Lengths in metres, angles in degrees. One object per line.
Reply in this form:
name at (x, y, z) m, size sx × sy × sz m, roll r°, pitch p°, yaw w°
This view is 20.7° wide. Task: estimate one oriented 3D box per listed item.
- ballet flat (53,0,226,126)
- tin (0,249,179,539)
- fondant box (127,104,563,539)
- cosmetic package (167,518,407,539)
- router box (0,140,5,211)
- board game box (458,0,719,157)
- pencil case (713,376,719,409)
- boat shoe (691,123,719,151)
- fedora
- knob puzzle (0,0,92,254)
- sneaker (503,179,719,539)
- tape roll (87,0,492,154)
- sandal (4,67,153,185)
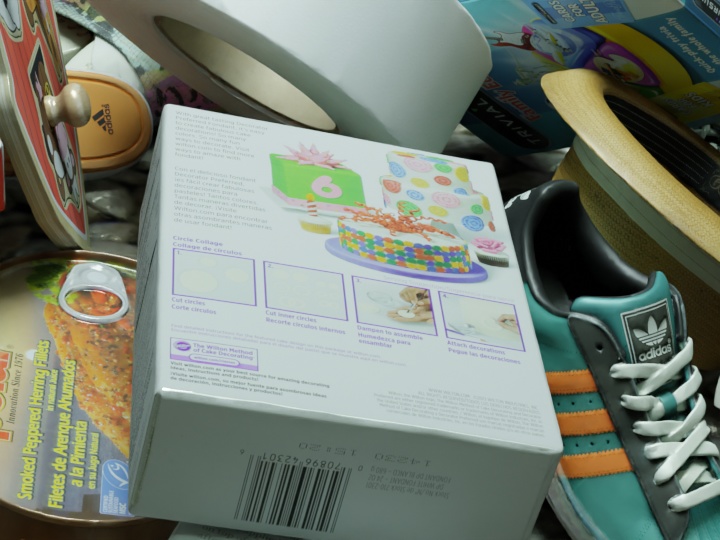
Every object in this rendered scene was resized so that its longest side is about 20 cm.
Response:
ballet flat at (-0.155, -0.120, 1.097) m, size 0.199 × 0.070 × 0.071 m, roll 30°, pitch 52°, yaw 35°
tin at (-0.117, 0.056, 0.827) m, size 0.111 × 0.042 × 0.201 m, roll 11°, pitch 29°, yaw -11°
fondant box at (-0.012, 0.019, 0.755) m, size 0.143 × 0.059 × 0.201 m, roll 10°, pitch 33°, yaw -11°
cosmetic package at (-0.006, 0.100, 0.757) m, size 0.101 × 0.072 × 0.200 m, roll 18°, pitch 31°, yaw 9°
router box at (-0.269, -0.088, 0.833) m, size 0.178 × 0.049 × 0.201 m, roll -20°, pitch 65°, yaw -19°
board game box at (0.110, -0.123, 1.035) m, size 0.199 × 0.047 × 0.151 m, roll -7°, pitch -30°, yaw 44°
pencil case at (0.240, 0.101, 0.835) m, size 0.089 × 0.078 × 0.200 m, roll 17°, pitch 18°, yaw -49°
boat shoe at (0.189, -0.062, 1.106) m, size 0.198 × 0.069 × 0.073 m, roll -18°, pitch 41°, yaw -41°
fedora at (0.151, -0.013, 0.968) m, size 0.200 × 0.082 × 0.201 m, roll 35°, pitch 19°, yaw -14°
knob puzzle at (-0.143, -0.102, 0.897) m, size 0.030 × 0.221 × 0.220 m, roll -12°, pitch 32°, yaw 0°
sneaker at (0.109, 0.052, 0.824) m, size 0.071 × 0.080 × 0.201 m, roll -17°, pitch 63°, yaw -37°
tape roll at (-0.039, -0.121, 0.947) m, size 0.201 × 0.071 × 0.202 m, roll 30°, pitch -8°, yaw 4°
sandal at (-0.188, -0.079, 0.978) m, size 0.205 × 0.080 × 0.059 m, roll -9°, pitch -9°, yaw -33°
